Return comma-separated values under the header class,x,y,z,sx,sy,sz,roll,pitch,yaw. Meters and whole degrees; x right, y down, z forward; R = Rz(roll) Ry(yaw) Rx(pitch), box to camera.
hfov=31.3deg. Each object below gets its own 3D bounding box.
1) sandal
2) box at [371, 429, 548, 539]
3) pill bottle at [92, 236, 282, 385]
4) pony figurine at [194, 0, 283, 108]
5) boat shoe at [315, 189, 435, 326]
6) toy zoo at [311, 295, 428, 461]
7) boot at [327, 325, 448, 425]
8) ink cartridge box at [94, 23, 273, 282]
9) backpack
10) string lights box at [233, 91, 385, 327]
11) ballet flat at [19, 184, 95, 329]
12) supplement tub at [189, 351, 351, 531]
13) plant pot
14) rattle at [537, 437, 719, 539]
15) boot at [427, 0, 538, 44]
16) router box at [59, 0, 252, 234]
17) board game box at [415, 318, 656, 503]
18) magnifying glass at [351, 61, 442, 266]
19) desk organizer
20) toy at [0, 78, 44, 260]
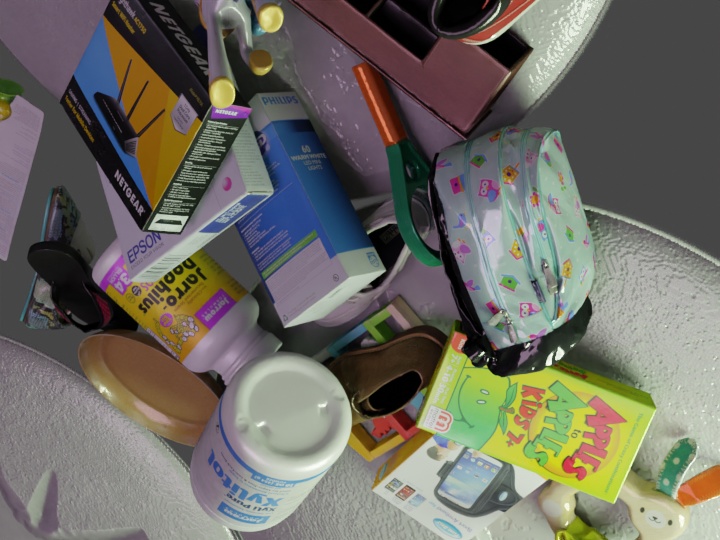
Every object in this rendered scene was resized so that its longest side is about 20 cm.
class,x,y,z,sx,sy,sz,roll,pitch,yaw
sandal,-0.307,0.033,1.407,0.075,0.045,0.200,-6,152,14
box,0.102,0.213,1.336,0.119,0.042,0.200,35,127,-8
pill bottle,-0.180,0.036,1.360,0.200,0.104,0.104,42,129,0
pony figurine,-0.123,-0.265,1.106,0.166,0.200,0.193,-8,129,-14
boat shoe,0.000,0.000,1.263,0.072,0.066,0.200,47,129,-3
toy zoo,0.014,0.124,1.357,0.131,0.020,0.200,49,129,-4
boot,0.005,0.122,1.301,0.074,0.075,0.200,48,132,-9
ink cartridge box,-0.186,-0.118,1.254,0.196,0.043,0.200,-34,70,39
backpack,0.136,-0.028,1.130,0.126,0.167,0.200,-14,107,17
string lights box,-0.068,-0.059,1.227,0.103,0.059,0.200,-36,74,39
ballet flat,-0.335,-0.011,1.454,0.074,0.074,0.200,32,130,9
supplement tub,-0.096,0.179,1.316,0.132,0.132,0.200,38,146,5
plant pot,-0.228,0.130,1.459,0.200,0.028,0.200,21,146,14
rattle,0.247,0.249,1.232,0.200,0.143,0.130,-20,88,42
boot,0.135,-0.249,0.967,0.072,0.144,0.200,46,105,3
router box,-0.196,-0.154,1.201,0.200,0.051,0.149,52,121,33
board game box,0.163,0.132,1.207,0.200,0.048,0.102,21,102,1
magnifying glass,0.041,-0.098,1.187,0.022,0.080,0.200,-17,98,37
desk organizer,0.044,-0.213,1.112,0.200,0.072,0.077,39,126,4
toy,-0.407,-0.124,1.430,0.115,0.047,0.200,32,125,13
